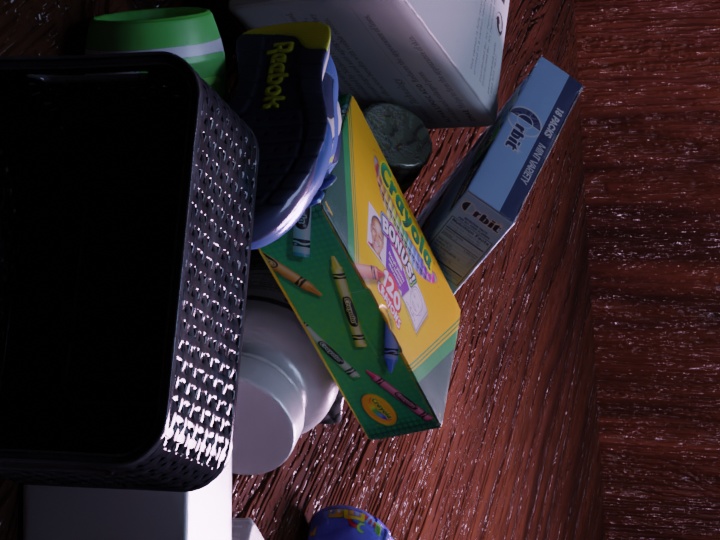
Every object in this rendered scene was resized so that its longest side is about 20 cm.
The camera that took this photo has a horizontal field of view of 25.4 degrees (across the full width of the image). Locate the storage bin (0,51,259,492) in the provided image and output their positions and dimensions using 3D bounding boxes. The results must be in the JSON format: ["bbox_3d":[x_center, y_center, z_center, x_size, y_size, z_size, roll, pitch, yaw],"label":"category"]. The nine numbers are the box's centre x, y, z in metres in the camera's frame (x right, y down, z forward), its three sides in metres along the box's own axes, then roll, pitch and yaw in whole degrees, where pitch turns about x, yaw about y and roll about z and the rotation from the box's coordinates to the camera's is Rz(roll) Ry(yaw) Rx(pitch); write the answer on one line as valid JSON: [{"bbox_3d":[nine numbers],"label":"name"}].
[{"bbox_3d":[-0.134,0.003,0.795,0.094,0.134,0.202,43,49,-70],"label":"storage bin"}]

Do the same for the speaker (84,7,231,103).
[{"bbox_3d":[-0.117,-0.053,0.959,0.088,0.088,0.202,-45,134,-69],"label":"speaker"}]

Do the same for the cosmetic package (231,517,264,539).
[{"bbox_3d":[-0.110,0.264,0.988,0.107,0.089,0.201,72,21,-49],"label":"cosmetic package"}]

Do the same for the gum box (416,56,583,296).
[{"bbox_3d":[0.079,-0.043,1.210,0.200,0.044,0.170,-52,-175,47],"label":"gum box"}]

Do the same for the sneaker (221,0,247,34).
[{"bbox_3d":[-0.048,-0.184,1.233,0.201,0.067,0.090,69,31,-46],"label":"sneaker"}]

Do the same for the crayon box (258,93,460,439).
[{"bbox_3d":[0.000,0.000,1.066,0.119,0.058,0.201,-76,146,-49],"label":"crayon box"}]

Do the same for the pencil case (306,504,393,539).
[{"bbox_3d":[-0.020,0.293,1.324,0.078,0.086,0.201,50,37,-34],"label":"pencil case"}]

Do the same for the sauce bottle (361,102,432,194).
[{"bbox_3d":[-0.015,-0.049,1.212,0.200,0.064,0.065,-48,-157,49],"label":"sauce bottle"}]

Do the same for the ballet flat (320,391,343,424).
[{"bbox_3d":[-0.011,0.028,1.295,0.201,0.057,0.066,-68,-157,4],"label":"ballet flat"}]

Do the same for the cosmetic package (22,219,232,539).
[{"bbox_3d":[-0.129,0.072,0.887,0.071,0.101,0.202,-2,91,-74],"label":"cosmetic package"}]

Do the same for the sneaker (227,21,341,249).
[{"bbox_3d":[-0.046,-0.066,0.921,0.201,0.073,0.083,-76,164,-51],"label":"sneaker"}]

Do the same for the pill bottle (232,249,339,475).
[{"bbox_3d":[-0.060,0.048,1.121,0.200,0.110,0.111,-67,153,-54],"label":"pill bottle"}]

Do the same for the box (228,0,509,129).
[{"bbox_3d":[0.019,-0.232,1.153,0.200,0.130,0.200,42,53,-57],"label":"box"}]
